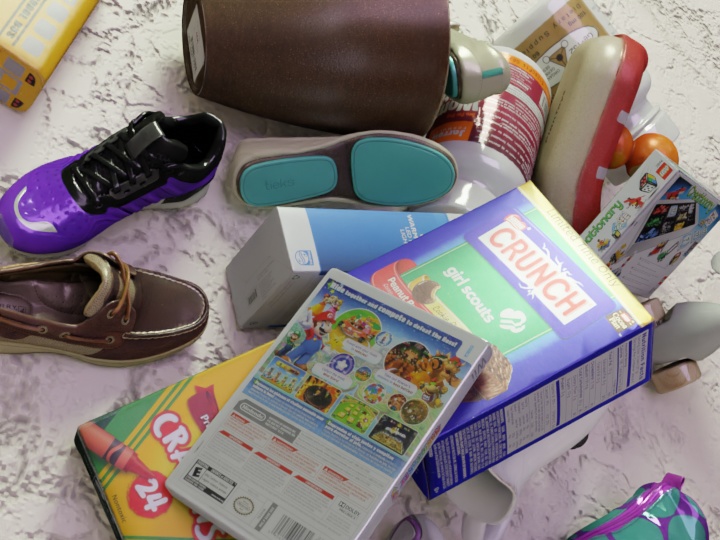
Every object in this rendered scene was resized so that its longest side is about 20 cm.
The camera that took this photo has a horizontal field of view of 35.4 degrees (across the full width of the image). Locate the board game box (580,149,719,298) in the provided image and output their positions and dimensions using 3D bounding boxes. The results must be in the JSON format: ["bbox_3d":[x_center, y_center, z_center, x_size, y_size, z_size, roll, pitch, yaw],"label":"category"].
[{"bbox_3d":[0.279,-0.038,1.084,0.035,0.127,0.199,47,17,27],"label":"board game box"}]

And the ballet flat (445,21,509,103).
[{"bbox_3d":[0.078,-0.199,1.039,0.068,0.070,0.200,15,18,-27],"label":"ballet flat"}]

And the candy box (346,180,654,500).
[{"bbox_3d":[0.093,0.046,0.847,0.197,0.078,0.170,-25,50,-14],"label":"candy box"}]

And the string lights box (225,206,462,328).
[{"bbox_3d":[0.000,0.000,0.939,0.197,0.103,0.060,0,63,-35],"label":"string lights box"}]

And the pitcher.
[{"bbox_3d":[0.136,0.123,0.941,0.120,0.173,0.200,23,54,26],"label":"pitcher"}]

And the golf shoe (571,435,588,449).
[{"bbox_3d":[0.210,0.072,1.064,0.093,0.078,0.204,14,62,-28],"label":"golf shoe"}]

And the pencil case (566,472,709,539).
[{"bbox_3d":[0.215,0.251,0.974,0.198,0.084,0.094,-16,105,-39],"label":"pencil case"}]

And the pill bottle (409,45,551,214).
[{"bbox_3d":[0.110,-0.106,1.061,0.109,0.109,0.202,32,53,-16],"label":"pill bottle"}]

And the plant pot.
[{"bbox_3d":[-0.049,-0.201,0.974,0.196,0.187,0.190,-6,70,-20],"label":"plant pot"}]

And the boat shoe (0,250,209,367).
[{"bbox_3d":[-0.193,0.023,0.817,0.197,0.072,0.073,6,64,-32],"label":"boat shoe"}]

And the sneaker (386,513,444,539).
[{"bbox_3d":[0.060,0.293,0.873,0.099,0.074,0.204,17,58,-48],"label":"sneaker"}]

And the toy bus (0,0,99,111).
[{"bbox_3d":[-0.249,-0.230,0.906,0.078,0.065,0.202,32,54,-17],"label":"toy bus"}]

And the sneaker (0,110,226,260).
[{"bbox_3d":[-0.182,-0.078,0.854,0.199,0.099,0.070,-28,82,-40],"label":"sneaker"}]

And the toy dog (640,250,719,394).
[{"bbox_3d":[0.359,0.049,1.124,0.096,0.197,0.135,-24,107,-55],"label":"toy dog"}]

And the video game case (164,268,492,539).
[{"bbox_3d":[-0.020,0.100,0.765,0.142,0.018,0.201,24,64,30],"label":"video game case"}]

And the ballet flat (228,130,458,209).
[{"bbox_3d":[-0.016,-0.091,0.971,0.196,0.070,0.071,-1,66,-11],"label":"ballet flat"}]

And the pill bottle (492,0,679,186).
[{"bbox_3d":[0.240,-0.195,1.188,0.201,0.114,0.114,51,50,-3],"label":"pill bottle"}]

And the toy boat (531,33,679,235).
[{"bbox_3d":[0.242,-0.116,1.079,0.129,0.131,0.203,19,100,-3],"label":"toy boat"}]

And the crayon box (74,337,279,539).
[{"bbox_3d":[-0.090,0.133,0.812,0.197,0.051,0.129,-24,81,-22],"label":"crayon box"}]
